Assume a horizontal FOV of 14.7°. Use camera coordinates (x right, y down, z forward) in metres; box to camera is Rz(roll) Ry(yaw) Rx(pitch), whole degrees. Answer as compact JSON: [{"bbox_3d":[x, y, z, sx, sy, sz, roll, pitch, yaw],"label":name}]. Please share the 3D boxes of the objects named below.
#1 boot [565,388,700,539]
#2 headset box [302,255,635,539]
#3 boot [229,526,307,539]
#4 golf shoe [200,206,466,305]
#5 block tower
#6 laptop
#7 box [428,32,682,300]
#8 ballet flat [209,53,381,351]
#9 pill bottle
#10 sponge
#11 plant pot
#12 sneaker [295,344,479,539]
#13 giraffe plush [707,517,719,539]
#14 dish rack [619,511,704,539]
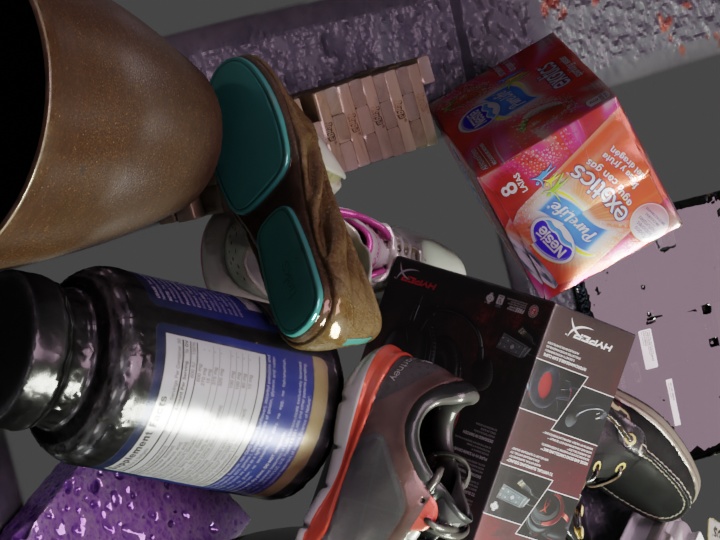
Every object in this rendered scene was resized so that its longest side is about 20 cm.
[{"bbox_3d":[0.134,0.134,1.785,0.200,0.073,0.151,44,38,-24],"label":"boot"},{"bbox_3d":[0.058,0.107,1.639,0.075,0.148,0.201,21,88,-40],"label":"headset box"},{"bbox_3d":[-0.060,0.263,1.595,0.186,0.064,0.201,-26,115,-48],"label":"boot"},{"bbox_3d":[0.000,0.000,1.706,0.199,0.091,0.076,5,79,-41],"label":"golf shoe"},{"bbox_3d":[-0.038,-0.080,1.706,0.200,0.054,0.058,-22,100,-39],"label":"block tower"},{"bbox_3d":[0.236,0.034,1.953,0.199,0.103,0.178,-14,94,-14],"label":"laptop"},{"bbox_3d":[0.117,-0.068,1.731,0.099,0.200,0.096,-30,108,2],"label":"box"},{"bbox_3d":[-0.032,-0.035,1.595,0.072,0.068,0.200,17,40,-43],"label":"ballet flat"},{"bbox_3d":[-0.117,0.060,1.553,0.199,0.112,0.112,14,76,-35],"label":"pill bottle"},{"bbox_3d":[-0.155,0.174,1.597,0.112,0.030,0.200,54,56,-23],"label":"sponge"},{"bbox_3d":[-0.173,-0.084,1.531,0.200,0.186,0.188,5,82,-54],"label":"plant pot"},{"bbox_3d":[0.018,0.145,1.555,0.077,0.082,0.201,8,94,-62],"label":"sneaker"},{"bbox_3d":[0.357,0.189,1.915,0.200,0.162,0.173,5,81,-53],"label":"giraffe plush"},{"bbox_3d":[0.221,0.264,1.845,0.201,0.043,0.172,68,22,-11],"label":"dish rack"}]
